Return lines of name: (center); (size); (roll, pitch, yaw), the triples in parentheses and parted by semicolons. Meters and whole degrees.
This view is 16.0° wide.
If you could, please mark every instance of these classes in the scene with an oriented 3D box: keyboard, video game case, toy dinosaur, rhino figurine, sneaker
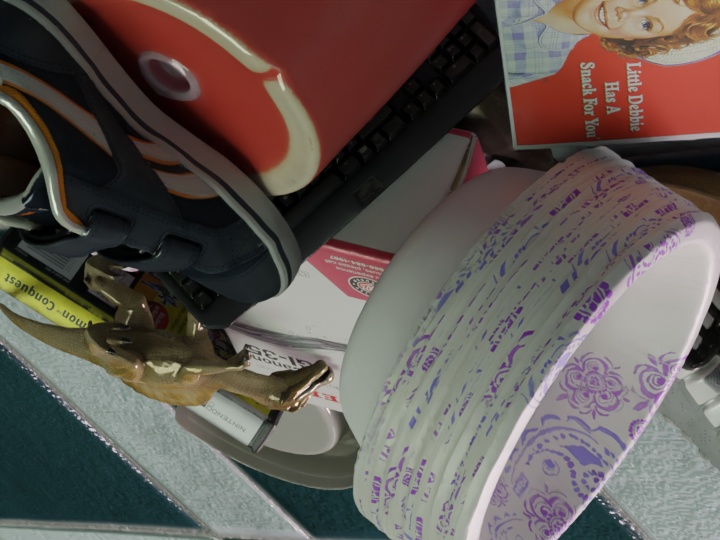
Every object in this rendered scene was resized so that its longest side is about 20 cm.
keyboard: (-0.034, -0.076, 1.218); (0.127, 0.200, 0.021); (44, 172, 25)
video game case: (-0.107, 0.004, 1.466); (0.180, 0.200, 0.026); (32, 116, -4)
toy dinosaur: (-0.117, 0.040, 1.309); (0.199, 0.058, 0.101); (13, 151, 17)
rhino figurine: (0.043, -0.067, 1.303); (0.087, 0.060, 0.200); (36, 156, -17)
sneaker: (0.178, 0.066, 1.313); (0.200, 0.075, 0.115); (51, 154, -18)
sneaker: (-0.112, -0.035, 1.096); (0.200, 0.080, 0.078); (44, 151, -28)

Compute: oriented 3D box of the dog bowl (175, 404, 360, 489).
dog bowl: (-0.068, 0.060, 1.654); (0.199, 0.059, 0.200); (25, 154, 13)

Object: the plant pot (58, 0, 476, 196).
plant pot: (-0.040, -0.144, 1.116); (0.199, 0.178, 0.201); (25, 154, 13)

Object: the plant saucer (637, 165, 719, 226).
plant saucer: (0.187, 0.006, 1.304); (0.199, 0.036, 0.201); (25, 154, 13)

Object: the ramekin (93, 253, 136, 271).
ramekin: (-0.169, -0.099, 1.352); (0.200, 0.098, 0.200); (37, -176, -3)

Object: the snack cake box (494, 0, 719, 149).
snack cake box: (0.110, -0.134, 1.052); (0.114, 0.068, 0.200); (-4, 147, 5)

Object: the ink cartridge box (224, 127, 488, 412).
ink cartridge box: (0.000, 0.000, 1.303); (0.146, 0.083, 0.200); (14, 154, 21)

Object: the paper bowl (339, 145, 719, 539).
paper bowl: (0.067, 0.036, 1.154); (0.104, 0.201, 0.201); (35, 157, 20)
